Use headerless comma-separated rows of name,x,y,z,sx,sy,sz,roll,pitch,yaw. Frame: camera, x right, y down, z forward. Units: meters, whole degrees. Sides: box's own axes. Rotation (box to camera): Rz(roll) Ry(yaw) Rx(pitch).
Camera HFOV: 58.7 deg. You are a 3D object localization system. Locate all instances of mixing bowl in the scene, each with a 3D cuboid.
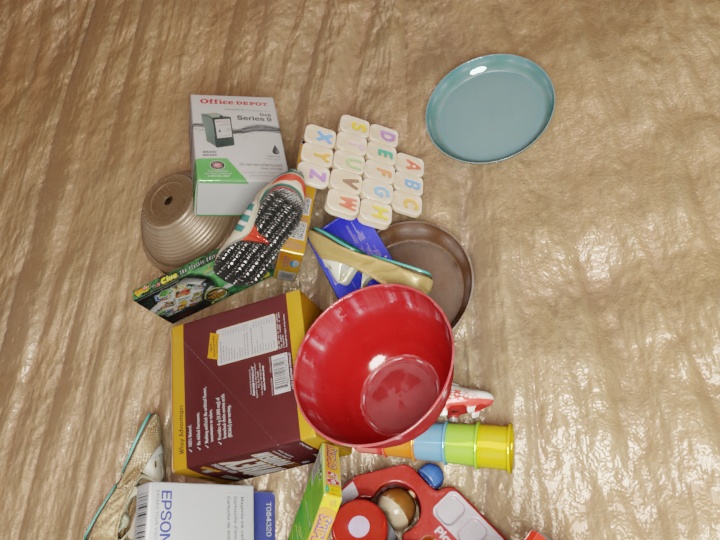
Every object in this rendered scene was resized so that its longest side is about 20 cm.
mixing bowl,0.032,0.129,0.763,0.198,0.109,0.202,-14,52,19

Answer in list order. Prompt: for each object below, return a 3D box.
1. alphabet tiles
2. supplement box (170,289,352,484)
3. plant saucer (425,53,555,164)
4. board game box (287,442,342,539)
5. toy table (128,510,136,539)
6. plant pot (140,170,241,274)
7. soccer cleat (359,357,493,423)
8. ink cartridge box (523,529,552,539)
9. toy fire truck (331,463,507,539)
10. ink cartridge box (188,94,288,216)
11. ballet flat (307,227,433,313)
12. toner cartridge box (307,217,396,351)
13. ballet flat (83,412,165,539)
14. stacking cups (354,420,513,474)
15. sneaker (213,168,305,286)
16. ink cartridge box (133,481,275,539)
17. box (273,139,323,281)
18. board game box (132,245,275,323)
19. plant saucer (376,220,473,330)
alphabet tiles,0.005,-0.151,0.953,0.193,0.015,0.202,16,52,-12
supplement box,-0.137,0.164,0.871,0.198,0.133,0.199,-16,62,13
plant saucer,0.200,-0.246,0.991,0.198,0.027,0.202,-8,65,17
board game box,-0.064,0.317,0.760,0.030,0.096,0.202,18,107,-11
toy table,-0.274,0.399,0.826,0.182,0.117,0.202,-7,63,17
plant pot,-0.297,-0.096,1.075,0.198,0.093,0.203,-8,65,16
soccer cleat,0.073,0.152,0.836,0.198,0.069,0.086,-6,66,23
ink cartridge box,0.154,0.342,0.638,0.047,0.200,0.161,33,81,30
toy fire truck,0.062,0.317,0.753,0.167,0.113,0.200,-32,54,-26
ink cartridge box,-0.202,-0.189,1.041,0.144,0.084,0.202,-2,54,-18
ballet flat,0.000,0.000,0.846,0.199,0.068,0.064,23,89,29
toner cartridge box,0.007,0.011,0.900,0.094,0.043,0.201,-32,59,6
ballet flat,-0.322,0.309,0.926,0.065,0.071,0.202,24,78,0
stacking cups,0.090,0.215,0.803,0.198,0.061,0.061,-1,66,21
sneaker,-0.135,-0.061,0.896,0.200,0.070,0.094,-47,19,34
ink cartridge box,-0.172,0.359,0.761,0.043,0.199,0.199,-31,54,41
box,-0.094,-0.097,0.982,0.041,0.119,0.202,13,68,-8
board game box,-0.239,0.018,0.994,0.198,0.105,0.024,-25,57,8
plant saucer,0.066,0.026,0.914,0.198,0.035,0.203,-9,64,19
